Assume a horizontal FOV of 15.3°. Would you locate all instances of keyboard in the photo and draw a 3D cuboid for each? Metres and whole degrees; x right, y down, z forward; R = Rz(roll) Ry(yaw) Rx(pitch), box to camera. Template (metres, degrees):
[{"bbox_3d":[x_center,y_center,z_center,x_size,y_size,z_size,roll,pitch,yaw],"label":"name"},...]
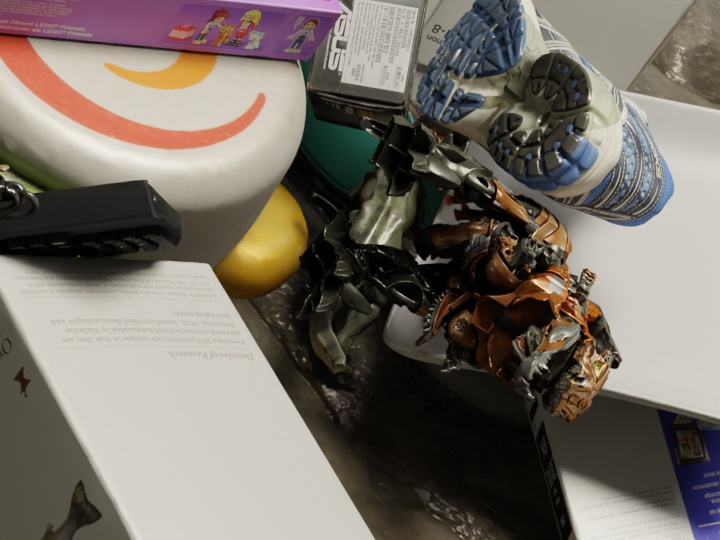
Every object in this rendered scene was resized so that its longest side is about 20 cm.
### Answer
[{"bbox_3d":[-0.174,-0.012,1.039,0.127,0.200,0.021,52,31,-73],"label":"keyboard"}]

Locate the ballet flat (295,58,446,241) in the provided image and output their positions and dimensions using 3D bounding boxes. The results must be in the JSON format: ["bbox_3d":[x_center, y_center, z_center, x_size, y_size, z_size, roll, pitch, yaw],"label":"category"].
[{"bbox_3d":[0.032,-0.045,1.401,0.200,0.069,0.071,38,1,35],"label":"ballet flat"}]

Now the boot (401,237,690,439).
[{"bbox_3d":[0.128,0.026,1.342,0.200,0.131,0.068,16,36,-29],"label":"boot"}]

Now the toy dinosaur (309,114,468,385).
[{"bbox_3d":[0.000,0.000,1.287,0.047,0.088,0.200,25,46,-1],"label":"toy dinosaur"}]

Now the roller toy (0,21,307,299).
[{"bbox_3d":[-0.127,-0.063,1.205,0.200,0.140,0.182,-9,57,-38],"label":"roller toy"}]

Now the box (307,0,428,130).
[{"bbox_3d":[0.016,-0.170,1.276,0.048,0.200,0.158,10,-2,2],"label":"box"}]

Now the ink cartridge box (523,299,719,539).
[{"bbox_3d":[0.143,0.113,1.255,0.099,0.039,0.200,-9,65,-9],"label":"ink cartridge box"}]

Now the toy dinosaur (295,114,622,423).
[{"bbox_3d":[0.049,-0.002,1.201,0.136,0.102,0.200,22,4,-23],"label":"toy dinosaur"}]

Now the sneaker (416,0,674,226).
[{"bbox_3d":[0.090,-0.072,1.277,0.085,0.077,0.200,34,14,-27],"label":"sneaker"}]

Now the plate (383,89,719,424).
[{"bbox_3d":[0.133,-0.005,1.276,0.200,0.032,0.200,12,47,14],"label":"plate"}]

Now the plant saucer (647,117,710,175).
[{"bbox_3d":[0.146,-0.027,1.432,0.200,0.032,0.200,42,-12,11],"label":"plant saucer"}]

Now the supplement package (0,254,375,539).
[{"bbox_3d":[-0.086,0.104,1.039,0.117,0.117,0.200,3,43,-43],"label":"supplement package"}]

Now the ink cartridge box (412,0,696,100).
[{"bbox_3d":[0.085,-0.191,1.584,0.145,0.145,0.200,19,35,-27],"label":"ink cartridge box"}]

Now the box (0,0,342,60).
[{"bbox_3d":[-0.116,-0.163,1.162,0.200,0.039,0.137,3,56,-31],"label":"box"}]

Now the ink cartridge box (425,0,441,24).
[{"bbox_3d":[0.006,-0.208,1.473,0.084,0.200,0.146,19,34,-24],"label":"ink cartridge box"}]
